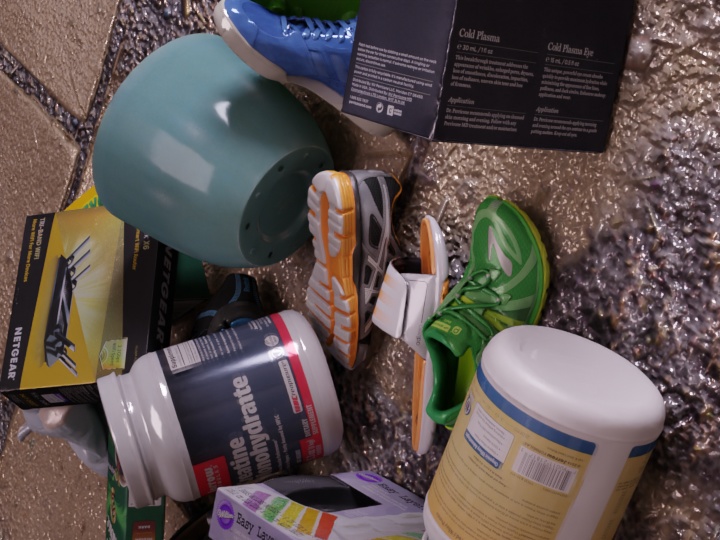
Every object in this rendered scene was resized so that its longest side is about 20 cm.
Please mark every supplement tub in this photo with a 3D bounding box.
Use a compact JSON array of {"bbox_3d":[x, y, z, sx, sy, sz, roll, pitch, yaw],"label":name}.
[{"bbox_3d":[0.132,0.159,1.089,0.145,0.144,0.201,38,117,40],"label":"supplement tub"},{"bbox_3d":[-0.127,0.128,1.307,0.140,0.199,0.141,163,90,-80],"label":"supplement tub"}]

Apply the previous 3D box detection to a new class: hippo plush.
[{"bbox_3d":[-0.289,0.136,1.544,0.160,0.159,0.201,22,146,42],"label":"hippo plush"}]

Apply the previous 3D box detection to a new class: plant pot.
[{"bbox_3d":[-0.122,-0.096,1.331,0.161,0.200,0.201,34,115,30],"label":"plant pot"}]

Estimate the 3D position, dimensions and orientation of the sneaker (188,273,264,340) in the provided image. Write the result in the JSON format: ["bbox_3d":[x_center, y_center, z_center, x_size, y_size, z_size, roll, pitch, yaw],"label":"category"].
[{"bbox_3d":[-0.146,0.090,1.448,0.200,0.073,0.082,-54,28,35],"label":"sneaker"}]

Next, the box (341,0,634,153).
[{"bbox_3d":[0.104,-0.191,1.075,0.104,0.199,0.183,23,107,45],"label":"box"}]

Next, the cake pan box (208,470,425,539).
[{"bbox_3d":[-0.002,0.229,1.206,0.200,0.184,0.053,22,104,47],"label":"cake pan box"}]

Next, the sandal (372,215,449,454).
[{"bbox_3d":[0.040,0.056,1.229,0.079,0.059,0.208,-136,49,-82],"label":"sandal"}]

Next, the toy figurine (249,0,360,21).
[{"bbox_3d":[-0.041,-0.303,1.311,0.200,0.149,0.185,119,149,-60],"label":"toy figurine"}]

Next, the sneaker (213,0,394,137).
[{"bbox_3d":[-0.019,-0.202,1.223,0.111,0.199,0.077,-45,28,32],"label":"sneaker"}]

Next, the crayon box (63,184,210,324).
[{"bbox_3d":[-0.258,-0.012,1.570,0.200,0.058,0.173,-31,68,43],"label":"crayon box"}]

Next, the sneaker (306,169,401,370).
[{"bbox_3d":[0.000,0.000,1.287,0.078,0.077,0.201,39,136,45],"label":"sneaker"}]

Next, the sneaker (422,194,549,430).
[{"bbox_3d":[0.099,0.039,1.168,0.074,0.083,0.201,17,102,46],"label":"sneaker"}]

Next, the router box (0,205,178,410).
[{"bbox_3d":[-0.268,0.033,1.431,0.156,0.052,0.201,-7,61,15],"label":"router box"}]

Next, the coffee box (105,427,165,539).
[{"bbox_3d":[-0.227,0.247,1.434,0.123,0.044,0.201,-139,50,-66],"label":"coffee box"}]

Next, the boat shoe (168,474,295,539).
[{"bbox_3d":[-0.128,0.253,1.420,0.200,0.060,0.074,-40,33,42],"label":"boat shoe"}]
